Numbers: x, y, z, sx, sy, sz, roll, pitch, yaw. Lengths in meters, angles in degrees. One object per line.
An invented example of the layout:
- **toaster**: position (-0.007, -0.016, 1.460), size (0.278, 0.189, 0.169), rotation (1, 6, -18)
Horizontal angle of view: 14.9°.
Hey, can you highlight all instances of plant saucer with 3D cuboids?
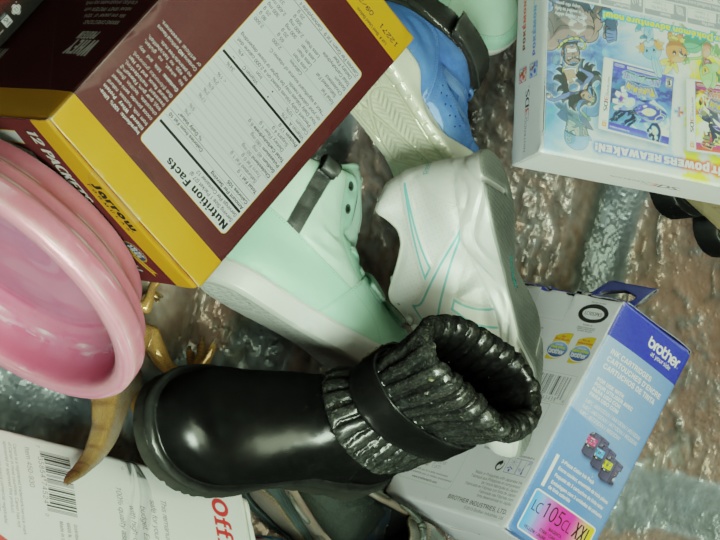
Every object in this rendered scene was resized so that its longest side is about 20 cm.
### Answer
- **plant saucer**: position (-0.198, -0.011, 1.539), size (0.201, 0.201, 0.051), rotation (50, 60, -26)

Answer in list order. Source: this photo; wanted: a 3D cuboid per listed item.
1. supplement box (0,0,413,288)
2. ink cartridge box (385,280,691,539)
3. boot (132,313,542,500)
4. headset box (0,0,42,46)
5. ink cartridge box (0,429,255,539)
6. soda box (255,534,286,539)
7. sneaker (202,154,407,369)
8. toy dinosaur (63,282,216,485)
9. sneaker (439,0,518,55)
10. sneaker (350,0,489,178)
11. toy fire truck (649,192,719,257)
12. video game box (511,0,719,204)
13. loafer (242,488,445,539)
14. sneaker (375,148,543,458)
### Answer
- **supplement box**: position (-0.119, -0.112, 1.578), size (0.200, 0.197, 0.133), rotation (-50, 118, -20)
- **ink cartridge box**: position (0.123, 0.086, 1.792), size (0.076, 0.136, 0.200), rotation (35, 76, -33)
- **boot**: position (-0.012, 0.079, 1.623), size (0.211, 0.158, 0.079), rotation (6, 69, -42)
- **headset box**: position (-0.254, -0.227, 1.552), size (0.149, 0.077, 0.200), rotation (-50, 119, -19)
- **ink cartridge box**: position (-0.161, 0.186, 1.609), size (0.200, 0.083, 0.147), rotation (18, 43, -33)
- **soda box**: position (-0.082, 0.266, 1.720), size (0.068, 0.064, 0.200), rotation (9, 90, -34)
- **sneaker**: position (0.000, 0.000, 1.734), size (0.200, 0.074, 0.118), rotation (34, 73, -33)
- **toy dinosaur**: position (-0.146, 0.061, 1.653), size (0.106, 0.060, 0.200), rotation (24, 53, -36)
- **sneaker**: position (0.061, -0.211, 1.734), size (0.074, 0.118, 0.200), rotation (-51, 120, -20)
- **sneaker**: position (0.055, -0.090, 1.745), size (0.200, 0.077, 0.111), rotation (58, 40, -18)
- **toy fire truck**: position (0.280, -0.131, 1.894), size (0.176, 0.129, 0.200), rotation (39, 62, -29)
- **video game box**: position (0.195, -0.141, 1.770), size (0.200, 0.047, 0.182), rotation (10, 72, -25)
- **loafer**: position (0.002, 0.172, 1.766), size (0.200, 0.063, 0.072), rotation (37, 74, -30)
- **sneaker**: position (0.064, 0.023, 1.696), size (0.070, 0.080, 0.200), rotation (-57, 137, -65)
